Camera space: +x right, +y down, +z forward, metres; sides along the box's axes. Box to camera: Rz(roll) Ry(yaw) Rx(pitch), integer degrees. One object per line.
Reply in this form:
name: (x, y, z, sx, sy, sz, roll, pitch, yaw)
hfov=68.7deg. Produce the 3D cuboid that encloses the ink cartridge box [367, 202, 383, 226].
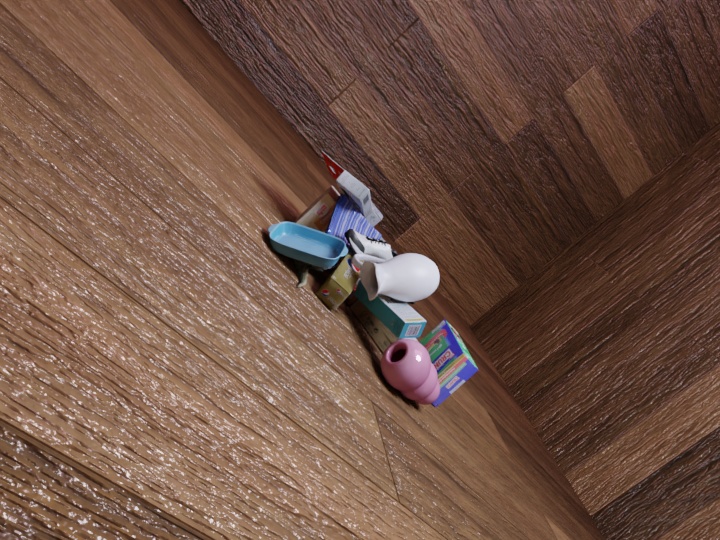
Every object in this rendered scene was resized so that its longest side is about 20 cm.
ink cartridge box: (-0.021, -0.150, 1.822, 0.084, 0.199, 0.176, 49, 11, -5)

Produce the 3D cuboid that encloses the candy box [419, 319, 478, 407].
candy box: (0.236, 0.268, 1.552, 0.077, 0.169, 0.201, 40, 13, -25)

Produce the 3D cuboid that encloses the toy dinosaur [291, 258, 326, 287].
toy dinosaur: (-0.127, -0.018, 1.282, 0.087, 0.048, 0.201, -2, 37, -15)

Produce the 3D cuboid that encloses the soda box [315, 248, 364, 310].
soda box: (-0.045, 0.020, 1.349, 0.064, 0.068, 0.200, 41, 25, -6)

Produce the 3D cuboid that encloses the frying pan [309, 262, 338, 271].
frying pan: (-0.108, -0.048, 1.411, 0.113, 0.031, 0.191, 22, 26, 0)

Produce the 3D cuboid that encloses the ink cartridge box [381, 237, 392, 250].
ink cartridge box: (0.047, -0.023, 1.832, 0.145, 0.145, 0.200, 50, 10, 0)

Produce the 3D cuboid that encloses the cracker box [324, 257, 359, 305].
cracker box: (0.000, 0.000, 1.534, 0.135, 0.058, 0.199, 51, 41, 9)

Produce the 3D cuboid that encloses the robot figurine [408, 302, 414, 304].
robot figurine: (0.084, 0.072, 1.696, 0.199, 0.144, 0.059, 28, 60, -41)

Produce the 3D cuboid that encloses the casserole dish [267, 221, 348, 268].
casserole dish: (-0.128, -0.059, 1.256, 0.197, 0.039, 0.122, 19, 29, 4)

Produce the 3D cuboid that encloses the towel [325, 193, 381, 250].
towel: (-0.015, -0.102, 1.471, 0.200, 0.024, 0.147, 44, 51, -36)

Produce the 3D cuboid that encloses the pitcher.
pitcher: (0.088, 0.005, 1.349, 0.197, 0.123, 0.172, -2, 35, -29)

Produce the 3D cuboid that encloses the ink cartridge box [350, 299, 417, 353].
ink cartridge box: (0.076, 0.163, 1.500, 0.201, 0.075, 0.164, 52, 11, 15)

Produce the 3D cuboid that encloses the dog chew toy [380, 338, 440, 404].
dog chew toy: (0.133, 0.260, 1.300, 0.201, 0.124, 0.125, 54, 6, -35)

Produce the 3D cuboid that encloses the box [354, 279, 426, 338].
box: (0.073, 0.095, 1.352, 0.081, 0.050, 0.200, 3, 28, -41)

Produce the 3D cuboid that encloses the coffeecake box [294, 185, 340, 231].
coffeecake box: (-0.123, -0.165, 1.567, 0.073, 0.153, 0.200, 47, 11, -11)

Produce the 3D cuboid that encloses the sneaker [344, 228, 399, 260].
sneaker: (0.032, -0.065, 1.433, 0.199, 0.080, 0.074, 37, 17, -44)

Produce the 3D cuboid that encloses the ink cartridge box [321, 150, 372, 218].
ink cartridge box: (-0.045, -0.236, 1.490, 0.173, 0.044, 0.200, 39, -4, 9)
